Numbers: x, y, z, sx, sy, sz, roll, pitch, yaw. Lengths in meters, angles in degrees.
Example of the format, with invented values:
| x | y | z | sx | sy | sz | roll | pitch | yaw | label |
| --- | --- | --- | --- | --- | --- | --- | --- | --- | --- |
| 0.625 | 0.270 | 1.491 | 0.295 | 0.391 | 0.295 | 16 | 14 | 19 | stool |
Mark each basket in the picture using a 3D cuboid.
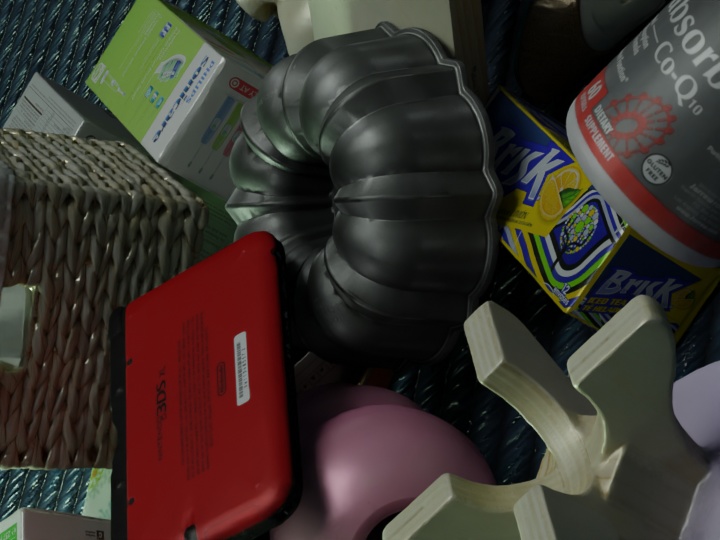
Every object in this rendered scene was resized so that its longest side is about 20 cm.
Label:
| x | y | z | sx | sy | sz | roll | pitch | yaw | label |
| --- | --- | --- | --- | --- | --- | --- | --- | --- | --- |
| -0.209 | 0.014 | 1.509 | 0.200 | 0.161 | 0.198 | -145 | 62 | -63 | basket |

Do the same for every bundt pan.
| x | y | z | sx | sy | sz | roll | pitch | yaw | label |
| --- | --- | --- | --- | --- | --- | --- | --- | --- | --- |
| -0.010 | -0.040 | 1.301 | 0.202 | 0.076 | 0.202 | 5 | 97 | 55 | bundt pan |

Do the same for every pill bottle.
| x | y | z | sx | sy | sz | roll | pitch | yaw | label |
| --- | --- | --- | --- | --- | --- | --- | --- | --- | --- |
| 0.205 | -0.105 | 1.133 | 0.200 | 0.116 | 0.116 | -46 | 31 | 26 | pill bottle |

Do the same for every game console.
| x | y | z | sx | sy | sz | roll | pitch | yaw | label |
| --- | --- | --- | --- | --- | --- | --- | --- | --- | --- |
| -0.078 | 0.109 | 1.278 | 0.172 | 0.119 | 0.200 | -29 | 42 | 22 | game console |

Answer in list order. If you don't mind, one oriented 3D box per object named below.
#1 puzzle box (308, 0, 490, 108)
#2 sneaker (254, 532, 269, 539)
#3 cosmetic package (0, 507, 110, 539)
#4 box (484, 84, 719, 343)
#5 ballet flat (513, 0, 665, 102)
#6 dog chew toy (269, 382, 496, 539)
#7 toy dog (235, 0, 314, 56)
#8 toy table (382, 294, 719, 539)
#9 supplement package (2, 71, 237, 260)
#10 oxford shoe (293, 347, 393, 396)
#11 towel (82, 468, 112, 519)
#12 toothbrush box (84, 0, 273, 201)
| x | y | z | sx | sy | sz | roll | pitch | yaw | label |
| --- | --- | --- | --- | --- | --- | --- | --- | --- | --- |
| 0.021 | -0.132 | 1.356 | 0.025 | 0.200 | 0.133 | -39 | 56 | -23 | puzzle box |
| -0.091 | 0.175 | 1.402 | 0.200 | 0.083 | 0.072 | -54 | 28 | 14 | sneaker |
| -0.198 | 0.263 | 1.449 | 0.108 | 0.085 | 0.200 | -36 | 49 | 46 | cosmetic package |
| 0.116 | -0.029 | 1.259 | 0.064 | 0.070 | 0.200 | -56 | 28 | 10 | box |
| 0.156 | -0.189 | 1.363 | 0.072 | 0.068 | 0.200 | 12 | 71 | 41 | ballet flat |
| 0.002 | 0.119 | 1.269 | 0.125 | 0.124 | 0.200 | -57 | 20 | 7 | dog chew toy |
| 0.018 | -0.223 | 1.529 | 0.200 | 0.140 | 0.194 | -47 | 25 | 17 | toy dog |
| 0.110 | 0.102 | 1.102 | 0.200 | 0.117 | 0.184 | -52 | 29 | 14 | toy table |
| -0.211 | -0.011 | 1.697 | 0.200 | 0.152 | 0.151 | -58 | 28 | 5 | supplement package |
| 0.000 | 0.000 | 1.422 | 0.071 | 0.073 | 0.200 | -7 | 59 | 57 | oxford shoe |
| -0.126 | 0.123 | 1.547 | 0.171 | 0.048 | 0.200 | -31 | 40 | 43 | towel |
| -0.087 | -0.103 | 1.585 | 0.086 | 0.146 | 0.200 | -57 | 27 | 7 | toothbrush box |
